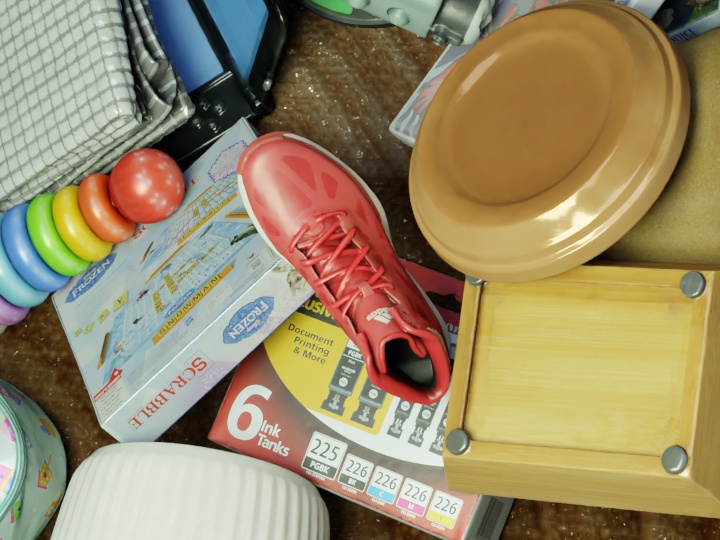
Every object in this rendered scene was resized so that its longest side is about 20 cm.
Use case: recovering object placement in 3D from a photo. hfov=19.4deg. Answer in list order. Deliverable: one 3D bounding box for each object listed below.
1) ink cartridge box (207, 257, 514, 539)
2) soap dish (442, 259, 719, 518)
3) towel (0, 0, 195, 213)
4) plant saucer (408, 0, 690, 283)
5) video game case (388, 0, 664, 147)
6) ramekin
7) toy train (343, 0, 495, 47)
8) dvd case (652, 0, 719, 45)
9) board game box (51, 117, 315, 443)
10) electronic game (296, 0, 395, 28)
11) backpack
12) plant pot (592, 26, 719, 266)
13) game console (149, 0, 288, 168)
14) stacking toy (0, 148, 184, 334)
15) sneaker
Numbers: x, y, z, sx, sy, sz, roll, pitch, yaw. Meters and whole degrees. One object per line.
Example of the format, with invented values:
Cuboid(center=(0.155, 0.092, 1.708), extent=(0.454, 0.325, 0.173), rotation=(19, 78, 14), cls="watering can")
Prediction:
Cuboid(center=(0.024, 0.077, 1.453), extent=(0.200, 0.084, 0.176), rotation=(20, 83, 21), cls="ink cartridge box")
Cuboid(center=(0.146, 0.066, 1.313), extent=(0.200, 0.081, 0.158), rotation=(3, 78, 29), cls="soap dish")
Cuboid(center=(-0.222, -0.143, 1.561), extent=(0.200, 0.086, 0.166), rotation=(-31, 67, 36), cls="towel")
Cuboid(center=(0.110, -0.088, 1.321), extent=(0.200, 0.037, 0.200), rotation=(-21, 51, 28), cls="plant saucer")
Cuboid(center=(0.119, -0.154, 1.431), extent=(0.200, 0.023, 0.182), rotation=(-55, 28, -2), cls="video game case")
Cuboid(center=(-0.114, 0.188, 1.416), extent=(0.200, 0.200, 0.105), rotation=(1, 69, 18), cls="ramekin")
Cuboid(center=(0.012, -0.230, 1.464), extent=(0.200, 0.085, 0.114), rotation=(25, 68, -2), cls="toy train")
Cuboid(center=(0.206, -0.208, 1.427), extent=(0.200, 0.018, 0.143), rotation=(-23, 47, 40), cls="dvd case")
Cuboid(center=(-0.118, 0.006, 1.480), extent=(0.200, 0.041, 0.200), rotation=(-42, 31, 5), cls="board game box")
Cuboid(center=(0.016, -0.277, 1.556), extent=(0.200, 0.042, 0.200), rotation=(-3, 80, 18), cls="electronic game")
Cuboid(center=(-0.318, 0.158, 1.514), extent=(0.176, 0.153, 0.200), rotation=(36, 84, 27), cls="backpack")
Cuboid(center=(0.196, -0.059, 1.390), extent=(0.200, 0.186, 0.187), rotation=(-11, 74, 28), cls="plant pot")
Cuboid(center=(-0.148, -0.198, 1.556), extent=(0.176, 0.116, 0.200), rotation=(-31, 70, 9), cls="game console")
Cuboid(center=(-0.213, -0.027, 1.532), extent=(0.200, 0.085, 0.085), rotation=(-27, 71, 17), cls="stacking toy")
Cuboid(center=(0.000, 0.000, 1.328), extent=(0.078, 0.116, 0.200), rotation=(-41, 104, 1), cls="sneaker")
